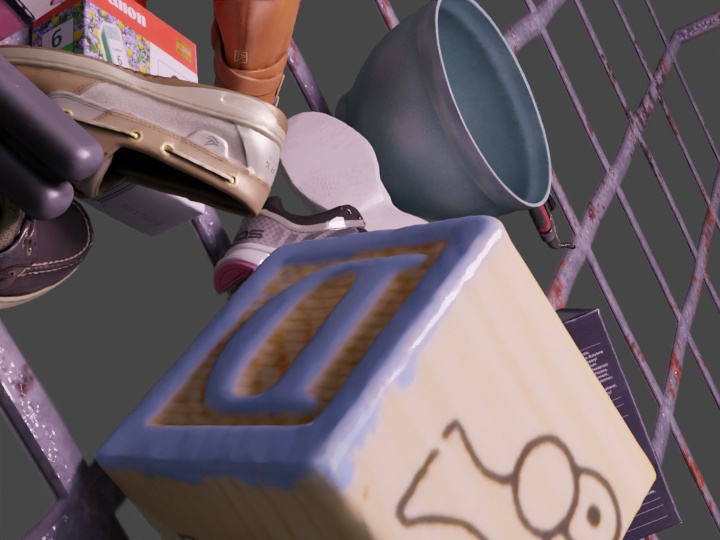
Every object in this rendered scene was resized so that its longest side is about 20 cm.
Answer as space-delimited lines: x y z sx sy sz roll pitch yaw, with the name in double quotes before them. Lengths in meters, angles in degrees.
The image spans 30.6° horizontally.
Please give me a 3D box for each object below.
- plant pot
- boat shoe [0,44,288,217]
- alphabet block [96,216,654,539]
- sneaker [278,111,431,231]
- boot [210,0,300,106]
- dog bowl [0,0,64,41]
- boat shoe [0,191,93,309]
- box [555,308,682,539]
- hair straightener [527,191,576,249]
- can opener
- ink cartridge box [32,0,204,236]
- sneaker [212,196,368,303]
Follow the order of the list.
"plant pot" 0.062 -0.125 1.156 0.200 0.134 0.201 42 36 -41
"boat shoe" -0.142 -0.073 0.718 0.074 0.199 0.067 110 -11 -74
"alphabet block" 0.013 0.111 0.747 0.195 0.196 0.200 -50 118 -32
"sneaker" -0.001 -0.035 1.034 0.200 0.075 0.089 50 -21 20
"boot" -0.074 -0.196 0.982 0.200 0.074 0.155 -62 162 -67
"dog bowl" -0.222 -0.196 0.654 0.200 0.074 0.200 41 -4 4
"boat shoe" -0.197 -0.022 0.673 0.200 0.065 0.073 -5 73 -63
"box" 0.173 0.133 1.120 0.200 0.104 0.182 104 -36 -89
"hair straightener" 0.198 -0.108 1.499 0.200 0.041 0.077 56 29 -22
"can opener" -0.209 -0.108 0.659 0.200 0.053 0.067 41 17 1
"ink cartridge box" -0.156 -0.134 0.848 0.109 0.050 0.200 31 46 -50
"sneaker" 0.000 0.000 0.926 0.199 0.074 0.088 16 54 -10
